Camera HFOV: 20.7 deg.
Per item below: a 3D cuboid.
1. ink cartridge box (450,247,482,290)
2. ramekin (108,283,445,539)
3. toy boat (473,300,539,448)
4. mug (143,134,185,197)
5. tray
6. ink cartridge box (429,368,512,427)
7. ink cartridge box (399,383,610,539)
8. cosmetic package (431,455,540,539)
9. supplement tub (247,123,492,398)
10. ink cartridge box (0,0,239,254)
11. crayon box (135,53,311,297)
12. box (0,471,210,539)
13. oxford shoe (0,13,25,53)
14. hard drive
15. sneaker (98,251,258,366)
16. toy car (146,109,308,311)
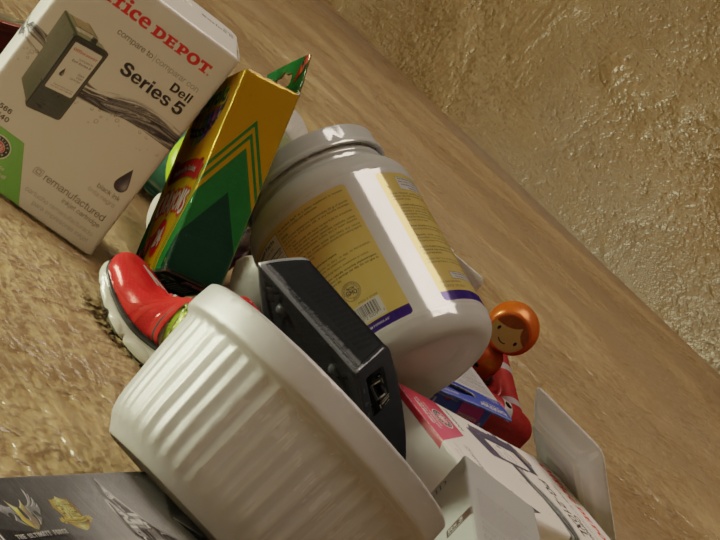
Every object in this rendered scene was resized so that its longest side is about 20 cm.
[{"bbox_3d":[0.011,-0.011,1.968,0.200,0.116,0.068,40,11,8],"label":"ink cartridge box"},{"bbox_3d":[-0.056,0.114,1.146,0.200,0.105,0.200,44,-11,11],"label":"ramekin"},{"bbox_3d":[0.117,0.081,1.865,0.130,0.131,0.200,32,27,-28],"label":"toy boat"},{"bbox_3d":[-0.161,-0.126,1.872,0.185,0.115,0.152,45,13,29],"label":"mug"},{"bbox_3d":[0.180,0.204,1.654,0.107,0.022,0.201,45,-27,52],"label":"tray"},{"bbox_3d":[0.045,0.075,1.734,0.119,0.042,0.200,26,14,-31],"label":"ink cartridge box"},{"bbox_3d":[0.098,0.190,1.532,0.200,0.084,0.145,30,14,-43],"label":"ink cartridge box"},{"bbox_3d":[0.068,0.211,1.315,0.074,0.102,0.200,38,10,-10],"label":"cosmetic package"},{"bbox_3d":[0.000,0.000,1.557,0.145,0.145,0.200,19,38,-60],"label":"supplement tub"},{"bbox_3d":[-0.209,-0.139,1.537,0.145,0.200,0.084,36,11,-15],"label":"ink cartridge box"},{"bbox_3d":[-0.110,-0.080,1.539,0.051,0.201,0.127,25,-10,-16],"label":"crayon box"},{"bbox_3d":[-0.117,0.172,0.994,0.158,0.048,0.200,44,12,20],"label":"box"},{"bbox_3d":[-0.327,-0.206,1.769,0.075,0.071,0.200,41,9,40],"label":"oxford shoe"},{"bbox_3d":[-0.018,0.086,1.410,0.135,0.042,0.200,47,-23,33],"label":"hard drive"},{"bbox_3d":[-0.112,0.046,1.418,0.200,0.085,0.077,46,12,31],"label":"sneaker"},{"bbox_3d":[-0.086,-0.037,1.718,0.200,0.175,0.150,35,-25,0],"label":"toy car"}]
